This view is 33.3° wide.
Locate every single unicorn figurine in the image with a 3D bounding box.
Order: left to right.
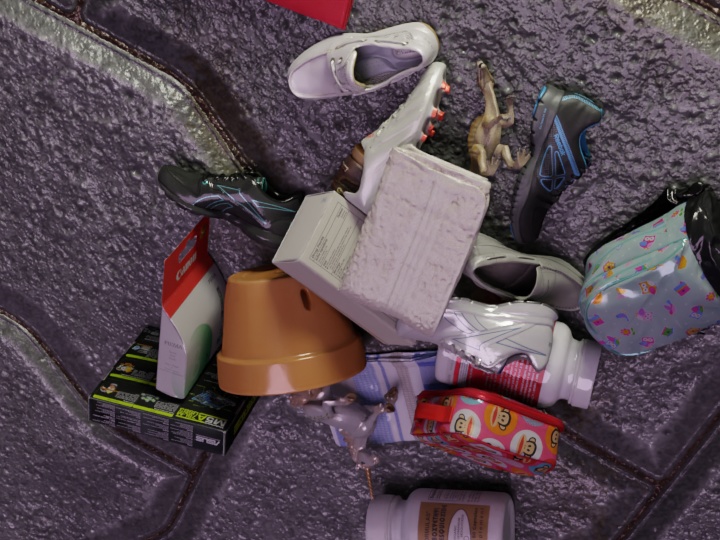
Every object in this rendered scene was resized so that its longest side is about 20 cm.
[{"bbox_3d":[-0.012,0.204,1.652,0.199,0.074,0.137,38,130,-12],"label":"unicorn figurine"}]

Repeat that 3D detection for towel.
[{"bbox_3d":[0.038,0.180,1.680,0.198,0.024,0.148,-6,116,20],"label":"towel"},{"bbox_3d":[0.064,-0.036,1.408,0.131,0.034,0.202,24,107,8],"label":"towel"}]

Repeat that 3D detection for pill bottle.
[{"bbox_3d":[0.113,0.367,1.703,0.198,0.115,0.116,0,118,17],"label":"pill bottle"},{"bbox_3d":[0.201,0.110,1.538,0.198,0.112,0.113,14,121,10],"label":"pill bottle"}]

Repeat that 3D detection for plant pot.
[{"bbox_3d":[-0.098,0.068,1.576,0.198,0.200,0.142,-5,99,19],"label":"plant pot"}]

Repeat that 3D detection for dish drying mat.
[{"bbox_3d":[-0.100,-0.357,1.436,0.198,0.018,0.077,21,122,4],"label":"dish drying mat"}]

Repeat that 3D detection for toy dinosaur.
[{"bbox_3d":[0.149,-0.140,1.422,0.058,0.101,0.202,8,101,-27],"label":"toy dinosaur"}]

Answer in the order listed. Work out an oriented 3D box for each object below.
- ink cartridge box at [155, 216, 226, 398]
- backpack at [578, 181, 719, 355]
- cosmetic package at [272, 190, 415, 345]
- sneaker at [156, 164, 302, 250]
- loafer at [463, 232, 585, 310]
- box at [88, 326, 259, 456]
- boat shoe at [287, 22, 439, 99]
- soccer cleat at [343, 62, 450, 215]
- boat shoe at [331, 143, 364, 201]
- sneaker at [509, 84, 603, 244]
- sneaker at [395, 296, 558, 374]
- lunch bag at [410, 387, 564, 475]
[{"bbox_3d":[-0.218,0.043,1.603,0.050,0.161,0.202,16,121,8],"label":"ink cartridge box"},{"bbox_3d":[0.354,0.011,1.430,0.199,0.127,0.168,-25,111,30],"label":"backpack"},{"bbox_3d":[0.000,0.000,1.504,0.199,0.104,0.073,37,160,-26],"label":"cosmetic package"},{"bbox_3d":[-0.168,-0.101,1.573,0.198,0.076,0.080,24,111,-5],"label":"sneaker"},{"bbox_3d":[0.203,0.013,1.478,0.198,0.070,0.070,17,119,-23],"label":"loafer"},{"bbox_3d":[-0.244,0.161,1.656,0.198,0.194,0.048,12,122,9],"label":"box"},{"bbox_3d":[-0.006,-0.244,1.436,0.198,0.069,0.071,-14,114,24],"label":"boat shoe"},{"bbox_3d":[0.044,-0.160,1.437,0.077,0.069,0.202,24,97,10],"label":"soccer cleat"},{"bbox_3d":[0.055,-0.073,1.508,0.199,0.070,0.071,37,107,6],"label":"boat shoe"},{"bbox_3d":[0.229,-0.115,1.431,0.081,0.073,0.202,15,121,8],"label":"sneaker"},{"bbox_3d":[0.139,0.080,1.459,0.197,0.075,0.088,2,77,7],"label":"sneaker"},{"bbox_3d":[0.148,0.202,1.550,0.175,0.083,0.200,20,166,-17],"label":"lunch bag"}]
